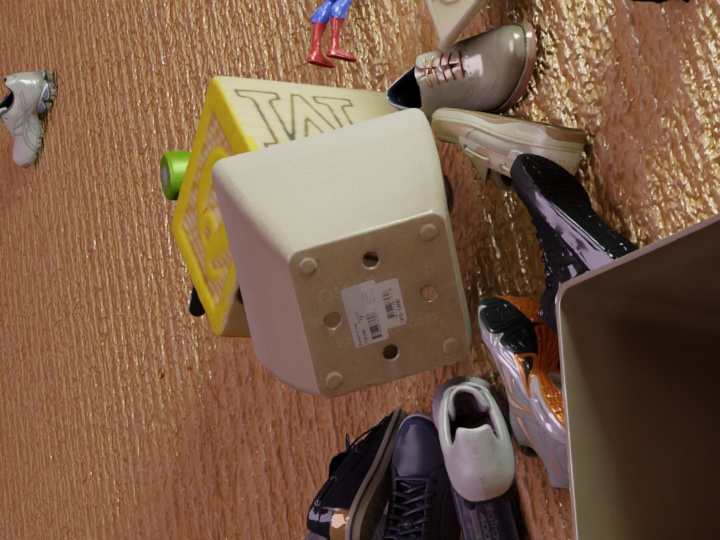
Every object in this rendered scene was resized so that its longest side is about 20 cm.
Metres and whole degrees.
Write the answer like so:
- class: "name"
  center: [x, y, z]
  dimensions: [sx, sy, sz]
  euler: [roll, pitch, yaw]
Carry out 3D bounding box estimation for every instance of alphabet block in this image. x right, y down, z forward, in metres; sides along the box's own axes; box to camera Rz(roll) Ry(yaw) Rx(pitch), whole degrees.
- class: "alphabet block"
  center: [-0.055, -0.060, 1.693]
  dimensions: [0.197, 0.198, 0.197]
  euler: [60, 138, 49]

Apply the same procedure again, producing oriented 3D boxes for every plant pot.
- class: "plant pot"
  center: [0.000, 0.000, 1.465]
  dimensions: [0.177, 0.198, 0.202]
  euler: [-123, 20, -66]
- class: "plant pot"
  center: [0.253, 0.089, 1.057]
  dimensions: [0.199, 0.175, 0.202]
  euler: [-29, 61, 60]

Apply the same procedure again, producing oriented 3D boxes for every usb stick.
- class: "usb stick"
  center: [0.115, 0.227, 1.485]
  dimensions: [0.055, 0.033, 0.202]
  euler: [-21, 59, 13]

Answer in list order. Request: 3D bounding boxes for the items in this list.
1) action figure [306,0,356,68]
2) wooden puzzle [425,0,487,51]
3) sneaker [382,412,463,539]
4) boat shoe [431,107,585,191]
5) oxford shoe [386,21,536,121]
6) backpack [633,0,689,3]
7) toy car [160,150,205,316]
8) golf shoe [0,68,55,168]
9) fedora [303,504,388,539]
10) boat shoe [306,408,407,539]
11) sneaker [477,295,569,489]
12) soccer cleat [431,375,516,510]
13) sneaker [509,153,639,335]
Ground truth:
- class: "action figure"
  center: [-0.019, -0.319, 1.819]
  dimensions: [0.065, 0.051, 0.202]
  euler: [-8, 75, 58]
- class: "wooden puzzle"
  center: [0.113, -0.320, 1.523]
  dimensions: [0.185, 0.046, 0.201]
  euler: [-49, 39, 36]
- class: "sneaker"
  center: [0.041, 0.233, 1.516]
  dimensions: [0.076, 0.146, 0.205]
  euler: [-5, 88, 27]
- class: "boat shoe"
  center: [0.122, -0.103, 1.480]
  dimensions: [0.199, 0.072, 0.066]
  euler: [20, 104, 58]
- class: "oxford shoe"
  center: [0.091, -0.174, 1.543]
  dimensions: [0.200, 0.073, 0.072]
  euler: [149, 120, -60]
- class: "backpack"
  center: [0.164, -0.301, 1.260]
  dimensions: [0.135, 0.198, 0.184]
  euler: [-130, 48, -54]
- class: "toy car"
  center: [-0.139, -0.029, 1.927]
  dimensions: [0.158, 0.163, 0.202]
  euler: [-119, 31, -48]
- class: "golf shoe"
  center: [-0.599, -0.268, 2.971]
  dimensions: [0.079, 0.096, 0.201]
  euler: [62, 143, 44]
- class: "fedora"
  center: [-0.014, 0.315, 1.692]
  dimensions: [0.177, 0.089, 0.202]
  euler: [24, 109, 62]
- class: "boat shoe"
  center: [0.002, 0.190, 1.603]
  dimensions: [0.200, 0.062, 0.075]
  euler: [-56, -30, -56]
- class: "sneaker"
  center: [0.142, 0.102, 1.417]
  dimensions: [0.201, 0.075, 0.093]
  euler: [-116, 31, -49]
- class: "soccer cleat"
  center: [0.096, 0.121, 1.449]
  dimensions: [0.200, 0.069, 0.087]
  euler: [-102, -2, -67]
- class: "sneaker"
  center: [0.168, 0.005, 1.355]
  dimensions: [0.200, 0.060, 0.105]
  euler: [49, 128, 31]
